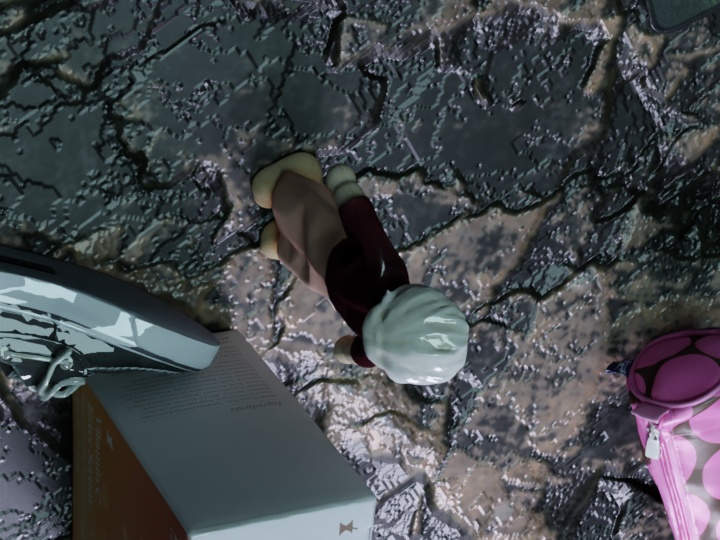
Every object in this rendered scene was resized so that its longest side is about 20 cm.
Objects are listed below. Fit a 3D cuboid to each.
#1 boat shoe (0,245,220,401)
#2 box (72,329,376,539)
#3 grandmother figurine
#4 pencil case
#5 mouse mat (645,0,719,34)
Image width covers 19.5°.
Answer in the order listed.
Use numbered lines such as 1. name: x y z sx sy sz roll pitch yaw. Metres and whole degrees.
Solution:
1. boat shoe: -0.174 0.034 1.135 0.199 0.074 0.068 16 102 -32
2. box: -0.082 0.148 1.164 0.106 0.200 0.153 -8 117 -23
3. grandmother figurine: 0.000 0.000 1.129 0.060 0.200 0.122 -25 124 -13
4. pencil case: 0.231 0.136 1.389 0.094 0.090 0.201 -53 133 -39
5. mouse mat: 0.221 -0.252 1.233 0.160 0.008 0.201 -27 123 -12
